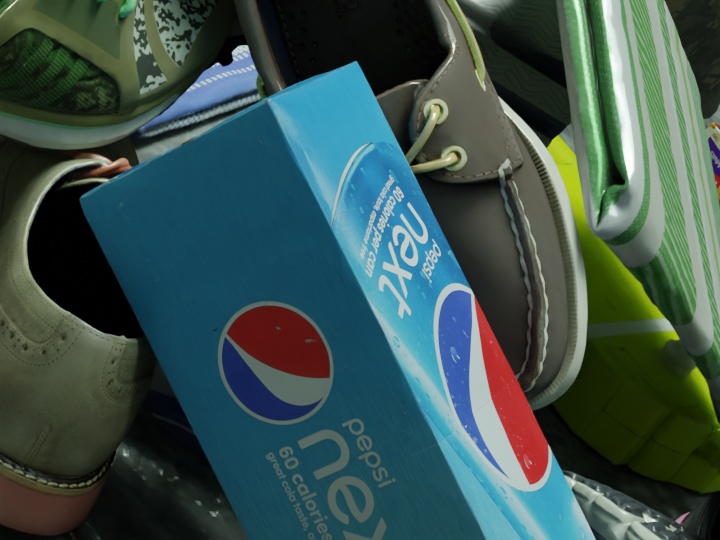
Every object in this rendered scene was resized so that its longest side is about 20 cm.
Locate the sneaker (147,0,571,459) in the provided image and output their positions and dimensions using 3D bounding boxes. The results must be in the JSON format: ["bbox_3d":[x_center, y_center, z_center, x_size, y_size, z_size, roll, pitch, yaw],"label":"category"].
[{"bbox_3d":[0.000,-0.001,0.874,0.081,0.115,0.200,35,56,-1],"label":"sneaker"}]

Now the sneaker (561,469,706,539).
[{"bbox_3d":[0.090,0.122,0.787,0.077,0.080,0.200,33,7,-29],"label":"sneaker"}]

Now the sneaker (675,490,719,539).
[{"bbox_3d":[0.151,0.129,0.830,0.079,0.095,0.200,22,29,-24],"label":"sneaker"}]

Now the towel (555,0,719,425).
[{"bbox_3d":[0.095,-0.042,0.883,0.200,0.023,0.153,51,29,-63],"label":"towel"}]

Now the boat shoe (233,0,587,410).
[{"bbox_3d":[0.007,-0.050,0.770,0.200,0.072,0.060,69,16,3],"label":"boat shoe"}]

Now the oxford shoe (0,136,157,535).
[{"bbox_3d":[-0.080,-0.007,0.788,0.070,0.075,0.200,23,29,-19],"label":"oxford shoe"}]

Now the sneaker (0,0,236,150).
[{"bbox_3d":[-0.090,-0.082,0.721,0.200,0.089,0.077,-16,71,-51],"label":"sneaker"}]

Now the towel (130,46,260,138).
[{"bbox_3d":[-0.116,-0.131,0.998,0.200,0.024,0.145,43,28,11],"label":"towel"}]

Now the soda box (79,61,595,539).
[{"bbox_3d":[0.006,0.050,0.727,0.200,0.068,0.064,63,27,-3],"label":"soda box"}]

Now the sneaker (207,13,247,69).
[{"bbox_3d":[-0.041,-0.094,0.849,0.077,0.200,0.084,52,39,-65],"label":"sneaker"}]

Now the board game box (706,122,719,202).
[{"bbox_3d":[0.230,0.033,1.125,0.151,0.046,0.200,14,35,-38],"label":"board game box"}]

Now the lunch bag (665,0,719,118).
[{"bbox_3d":[0.086,-0.177,1.207,0.164,0.118,0.200,5,46,-45],"label":"lunch bag"}]

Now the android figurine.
[{"bbox_3d":[0.096,0.010,1.011,0.182,0.041,0.200,0,43,-50],"label":"android figurine"}]
